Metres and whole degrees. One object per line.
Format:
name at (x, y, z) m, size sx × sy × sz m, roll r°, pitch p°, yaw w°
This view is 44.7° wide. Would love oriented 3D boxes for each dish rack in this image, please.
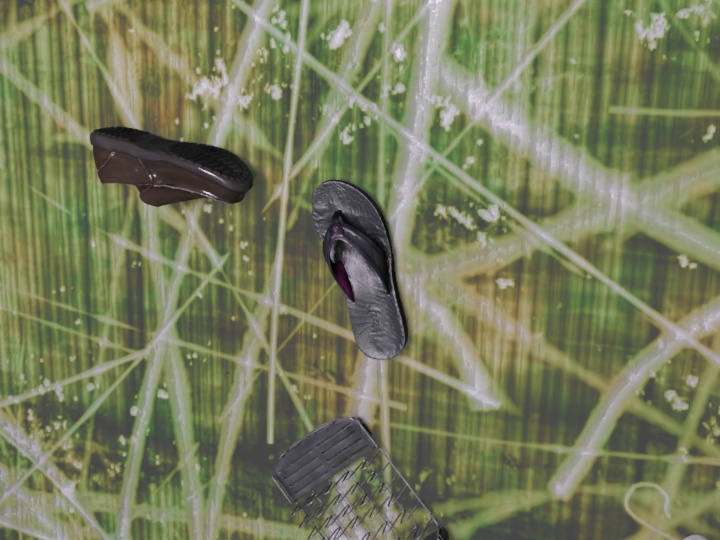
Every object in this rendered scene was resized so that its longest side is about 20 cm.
dish rack at (-0.007, 0.271, 0.986) m, size 0.153 × 0.055 × 0.200 m, roll -37°, pitch 90°, yaw 21°

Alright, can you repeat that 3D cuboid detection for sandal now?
sandal at (0.001, 0.000, 0.921) m, size 0.075 × 0.048 × 0.201 m, roll -17°, pitch 98°, yaw 21°

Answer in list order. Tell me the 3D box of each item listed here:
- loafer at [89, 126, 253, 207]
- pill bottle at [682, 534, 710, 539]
loafer at (-0.206, -0.103, 0.956) m, size 0.199 × 0.073 × 0.072 m, roll 18°, pitch 114°, yaw 21°
pill bottle at (0.390, 0.356, 0.848) m, size 0.199 × 0.111 × 0.111 m, roll 30°, pitch 110°, yaw 9°
